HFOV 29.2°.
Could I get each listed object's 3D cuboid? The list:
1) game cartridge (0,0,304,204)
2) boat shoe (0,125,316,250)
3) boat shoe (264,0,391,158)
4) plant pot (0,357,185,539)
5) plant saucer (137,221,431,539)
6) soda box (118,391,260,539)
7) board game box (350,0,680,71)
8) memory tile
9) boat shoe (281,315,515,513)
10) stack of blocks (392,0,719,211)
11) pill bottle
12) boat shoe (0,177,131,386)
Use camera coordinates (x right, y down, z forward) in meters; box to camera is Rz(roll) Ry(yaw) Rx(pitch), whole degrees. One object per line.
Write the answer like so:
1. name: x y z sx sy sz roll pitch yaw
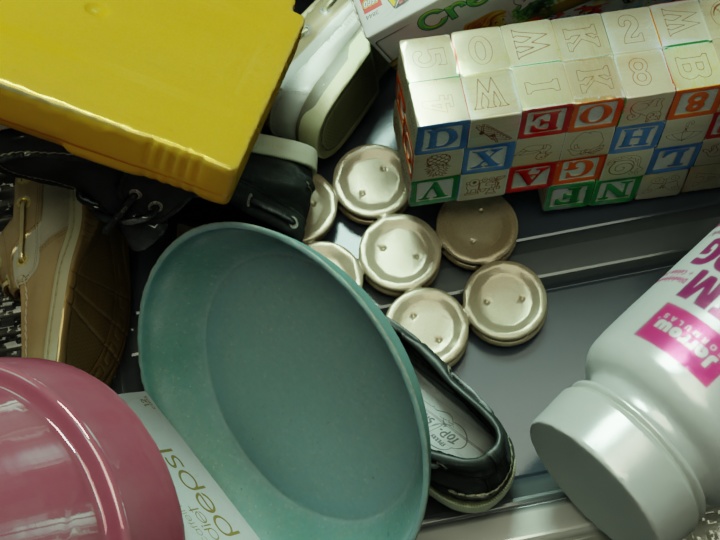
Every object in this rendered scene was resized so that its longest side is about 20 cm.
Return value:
1. game cartridge: -0.138 -0.121 0.711 0.199 0.033 0.177 21 38 -3
2. boat shoe: -0.110 -0.043 0.752 0.198 0.074 0.067 6 78 -41
3. boat shoe: 0.001 -0.163 0.854 0.068 0.075 0.200 28 64 17
4. plant pot: -0.208 0.141 0.632 0.198 0.179 0.202 -1 88 25
5. plant saucer: -0.035 0.066 0.714 0.200 0.201 0.036 45 41 18
6. soda box: -0.091 0.158 0.712 0.064 0.068 0.200 -48 70 17
7. board game box: 0.108 -0.164 0.787 0.199 0.126 0.035 -26 65 16
8. memory tile: 0.000 0.000 0.817 0.199 0.017 0.154 -18 68 -7
9. boat shoe: -0.001 0.055 0.748 0.199 0.066 0.075 40 74 16
10. stack of blocks: 0.121 -0.088 0.792 0.198 0.115 0.059 -8 63 -6
11. pill bottle: 0.193 0.051 0.737 0.200 0.114 0.113 -41 72 -15
12. boat shoe: -0.175 -0.007 0.798 0.069 0.074 0.201 -9 58 15
